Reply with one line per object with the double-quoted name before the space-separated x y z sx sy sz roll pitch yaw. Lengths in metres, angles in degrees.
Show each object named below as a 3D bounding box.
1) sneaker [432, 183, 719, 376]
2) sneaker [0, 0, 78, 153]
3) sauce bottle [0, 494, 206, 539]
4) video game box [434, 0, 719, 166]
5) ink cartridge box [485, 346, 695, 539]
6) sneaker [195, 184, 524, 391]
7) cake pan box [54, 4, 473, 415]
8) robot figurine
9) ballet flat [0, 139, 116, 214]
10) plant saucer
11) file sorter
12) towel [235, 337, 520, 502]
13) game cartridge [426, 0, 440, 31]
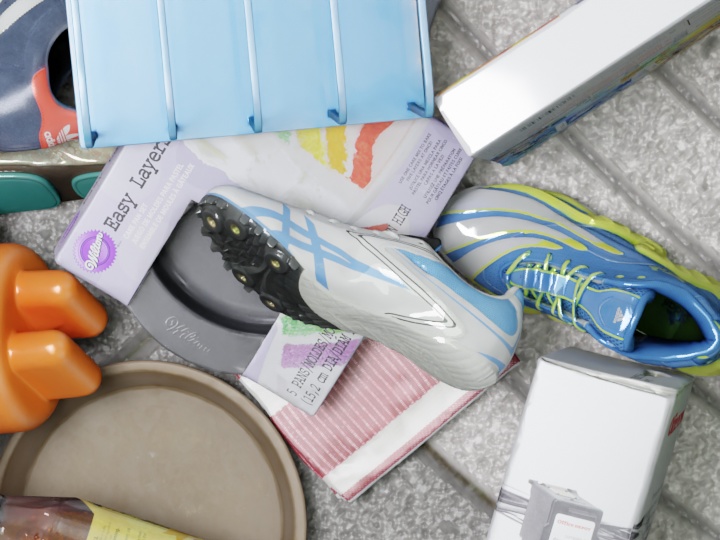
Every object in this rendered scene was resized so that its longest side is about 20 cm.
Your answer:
"sneaker" 0.134 0.002 1.525 0.200 0.105 0.076 21 94 7
"sneaker" -0.191 -0.165 1.576 0.084 0.075 0.200 -1 75 1
"sauce bottle" -0.161 0.168 1.542 0.200 0.066 0.066 21 94 -9
"video game box" 0.145 -0.131 1.482 0.200 0.182 0.047 -33 83 7
"ink cartridge box" 0.123 0.148 1.509 0.083 0.145 0.200 16 94 10
"sneaker" 0.000 0.000 1.501 0.200 0.072 0.073 27 61 -2
"cake pan box" -0.058 -0.038 1.542 0.184 0.052 0.200 33 95 -6
"robot figurine" -0.255 0.043 1.575 0.200 0.117 0.144 -5 103 17
"ballet flat" -0.182 -0.072 1.601 0.200 0.067 0.062 -3 66 4
"plant saucer" -0.129 0.154 1.606 0.200 0.029 0.200 0 92 9
"file sorter" -0.064 -0.142 1.441 0.200 0.123 0.139 -5 96 -3
"towel" -0.019 0.022 1.591 0.144 0.023 0.200 -40 87 5
"game cartridge" -0.051 -0.178 1.585 0.200 0.040 0.133 19 98 8
